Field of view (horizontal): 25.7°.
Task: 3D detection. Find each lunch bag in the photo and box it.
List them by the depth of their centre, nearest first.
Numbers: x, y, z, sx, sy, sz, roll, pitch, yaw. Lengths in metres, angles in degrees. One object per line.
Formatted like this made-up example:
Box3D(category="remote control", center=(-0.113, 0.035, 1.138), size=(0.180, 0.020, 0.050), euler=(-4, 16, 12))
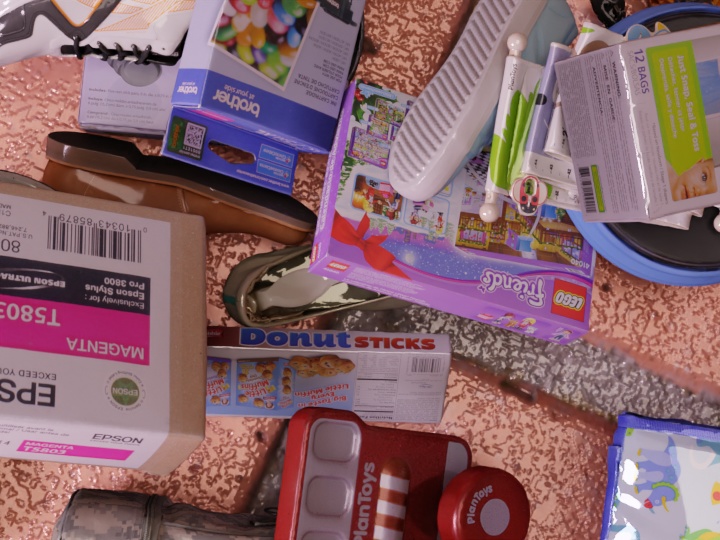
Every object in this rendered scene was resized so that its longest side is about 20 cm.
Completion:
Box3D(category="lunch bag", center=(-0.127, 0.253, 1.068), size=(0.168, 0.139, 0.200), euler=(6, 88, -3))
Box3D(category="lunch bag", center=(0.261, 0.195, 1.103), size=(0.200, 0.127, 0.170), euler=(9, 87, -13))

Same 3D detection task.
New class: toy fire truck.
Box3D(category="toy fire truck", center=(0.010, 0.198, 1.061), size=(0.168, 0.112, 0.200), euler=(12, 85, -32))

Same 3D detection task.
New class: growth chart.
Box3D(category="growth chart", center=(0.178, -0.097, 1.056), size=(0.200, 0.018, 0.145), euler=(4, 90, -16))

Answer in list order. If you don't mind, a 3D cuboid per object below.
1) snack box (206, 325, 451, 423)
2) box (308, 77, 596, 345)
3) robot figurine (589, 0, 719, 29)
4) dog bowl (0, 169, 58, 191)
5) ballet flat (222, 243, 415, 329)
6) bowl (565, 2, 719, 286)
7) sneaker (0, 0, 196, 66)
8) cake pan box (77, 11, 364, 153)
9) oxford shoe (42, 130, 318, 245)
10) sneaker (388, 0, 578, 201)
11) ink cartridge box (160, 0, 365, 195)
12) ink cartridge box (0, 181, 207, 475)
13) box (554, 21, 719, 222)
Box3D(category="snack box", center=(-0.038, 0.074, 1.120), size=(0.200, 0.072, 0.024), euler=(2, 42, -4))
Box3D(category="box", center=(0.071, -0.040, 1.105), size=(0.200, 0.039, 0.137), euler=(17, 67, -17))
Box3D(category="robot figurine", center=(0.251, -0.168, 1.155), size=(0.145, 0.058, 0.200), euler=(-13, 88, -5))
Box3D(category="dog bowl", center=(-0.258, 0.035, 1.071), size=(0.200, 0.074, 0.200), euler=(11, 62, -22))
Box3D(category="ballet flat", center=(0.000, 0.000, 1.127), size=(0.200, 0.069, 0.070), euler=(-17, 88, -5))
Box3D(category="bowl", center=(0.233, -0.090, 1.102), size=(0.200, 0.039, 0.201), euler=(0, 88, -5))
Box3D(category="sneaker", center=(-0.166, -0.171, 1.075), size=(0.200, 0.074, 0.080), euler=(-20, 90, -3))
Box3D(category="cake pan box", center=(-0.095, -0.182, 1.139), size=(0.200, 0.052, 0.184), euler=(4, 89, -3))
Box3D(category="oxford shoe", center=(-0.130, -0.043, 1.128), size=(0.200, 0.071, 0.071), euler=(14, 104, 3))
Box3D(category="sneaker", center=(0.096, -0.116, 1.081), size=(0.082, 0.074, 0.200), euler=(42, 69, -26))
Box3D(category="ink cartridge box", center=(-0.058, -0.159, 1.067), size=(0.119, 0.042, 0.200), euler=(17, 87, -42))
Box3D(category="ink cartridge box", center=(-0.202, 0.035, 1.011), size=(0.200, 0.075, 0.165), euler=(9, 62, -25))
Box3D(category="box", center=(0.242, -0.104, 1.011), size=(0.200, 0.101, 0.113), euler=(-12, 94, -15))
